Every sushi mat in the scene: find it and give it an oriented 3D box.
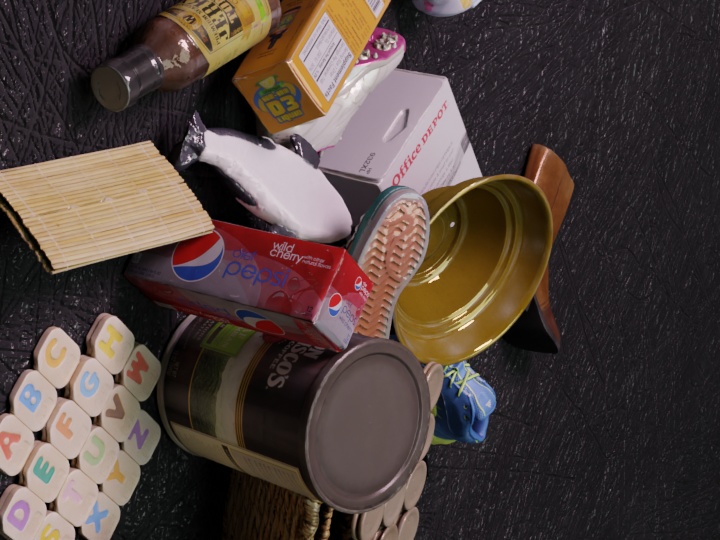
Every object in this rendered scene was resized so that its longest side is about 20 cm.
[{"bbox_3d":[-0.201,-0.052,1.422,0.012,0.096,0.199,-47,164,31],"label":"sushi mat"}]

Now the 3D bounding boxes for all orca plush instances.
[{"bbox_3d":[-0.099,-0.068,1.586,0.199,0.071,0.106,11,72,-45],"label":"orca plush"}]

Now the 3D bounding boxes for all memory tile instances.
[{"bbox_3d":[0.030,0.191,1.692,0.153,0.017,0.202,-27,129,-62],"label":"memory tile"}]

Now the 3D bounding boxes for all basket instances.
[{"bbox_3d":[-0.039,0.264,1.680,0.142,0.149,0.202,0,106,-34],"label":"basket"}]

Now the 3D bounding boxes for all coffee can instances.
[{"bbox_3d":[-0.060,0.113,1.563,0.145,0.199,0.148,-12,107,-43],"label":"coffee can"}]

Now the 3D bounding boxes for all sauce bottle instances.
[{"bbox_3d":[-0.142,-0.185,1.481,0.200,0.064,0.065,-43,134,-46],"label":"sauce bottle"}]

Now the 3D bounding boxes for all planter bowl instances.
[{"bbox_3d":[0.084,-0.016,1.728,0.199,0.083,0.202,-25,132,-30],"label":"planter bowl"}]

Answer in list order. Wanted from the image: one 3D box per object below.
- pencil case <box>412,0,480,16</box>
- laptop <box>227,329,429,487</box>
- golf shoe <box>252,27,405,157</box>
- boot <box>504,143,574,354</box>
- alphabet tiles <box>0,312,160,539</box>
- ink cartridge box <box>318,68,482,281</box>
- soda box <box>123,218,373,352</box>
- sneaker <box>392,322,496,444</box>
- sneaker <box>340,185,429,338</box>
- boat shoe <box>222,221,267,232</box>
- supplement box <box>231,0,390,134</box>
[{"bbox_3d":[0.065,-0.340,1.742,0.083,0.090,0.201,-58,145,-29],"label":"pencil case"},{"bbox_3d":[-0.032,0.166,1.748,0.200,0.102,0.179,-38,130,-47],"label":"laptop"},{"bbox_3d":[-0.031,-0.161,1.678,0.200,0.075,0.092,-36,139,-39],"label":"golf shoe"},{"bbox_3d":[0.211,-0.020,2.146,0.188,0.068,0.202,47,53,-45],"label":"boot"},{"bbox_3d":[-0.231,0.141,1.498,0.201,0.014,0.196,-64,146,-21],"label":"alphabet tiles"},{"bbox_3d":[0.047,-0.080,1.809,0.146,0.083,0.201,-57,144,-28],"label":"ink cartridge box"},{"bbox_3d":[-0.093,0.007,1.496,0.071,0.198,0.063,-66,148,-18],"label":"soda box"},{"bbox_3d":[0.098,0.103,1.936,0.076,0.104,0.202,-46,138,-41],"label":"sneaker"},{"bbox_3d":[0.000,0.000,1.625,0.071,0.080,0.201,0,125,-32],"label":"sneaker"},{"bbox_3d":[-0.074,0.010,1.654,0.200,0.070,0.073,27,77,-59],"label":"boat shoe"},{"bbox_3d":[-0.038,-0.207,1.591,0.069,0.066,0.201,57,39,-25],"label":"supplement box"}]
